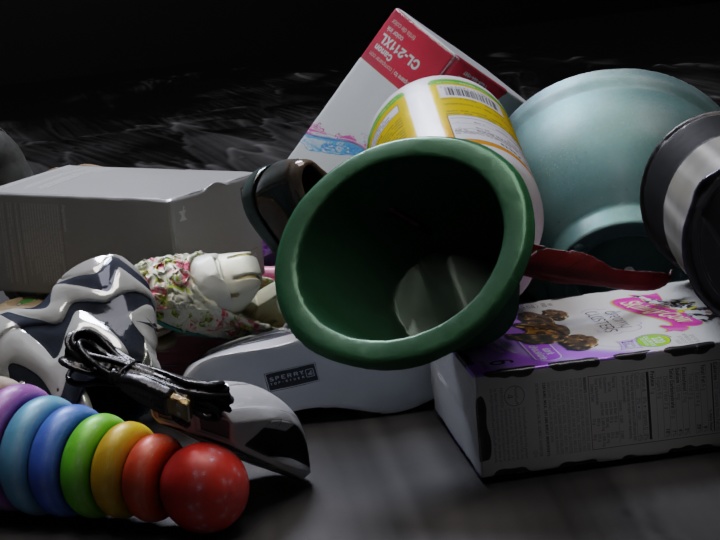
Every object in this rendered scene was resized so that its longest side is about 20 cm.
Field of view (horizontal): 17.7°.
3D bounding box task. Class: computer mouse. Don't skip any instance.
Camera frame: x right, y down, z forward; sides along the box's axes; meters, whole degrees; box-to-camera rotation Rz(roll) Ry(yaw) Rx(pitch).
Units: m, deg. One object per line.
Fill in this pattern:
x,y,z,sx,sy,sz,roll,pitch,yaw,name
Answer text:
-0.090,0.082,1.405,0.109,0.044,0.200,14,-10,29,computer mouse

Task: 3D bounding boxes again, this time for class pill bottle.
0.067,-0.050,1.617,0.110,0.112,0.200,-6,27,-3,pill bottle

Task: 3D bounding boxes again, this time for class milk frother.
0.292,-0.064,1.483,0.179,0.201,0.188,19,10,-5,milk frother

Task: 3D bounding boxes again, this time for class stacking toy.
-0.157,0.120,1.410,0.199,0.086,0.085,8,18,31,stacking toy

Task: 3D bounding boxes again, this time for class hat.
0.068,0.026,1.490,0.199,0.167,0.176,4,-26,28,hat

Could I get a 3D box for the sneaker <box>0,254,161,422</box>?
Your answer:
-0.214,0.091,1.546,0.198,0.080,0.130,-29,46,3,sneaker

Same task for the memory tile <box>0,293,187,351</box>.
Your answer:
-0.191,0.032,1.716,0.199,0.017,0.153,3,15,33,memory tile

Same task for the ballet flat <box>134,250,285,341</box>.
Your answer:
-0.074,0.019,1.654,0.199,0.064,0.076,17,41,-34,ballet flat

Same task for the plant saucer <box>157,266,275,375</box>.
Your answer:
-0.116,0.043,1.790,0.199,0.051,0.201,-4,13,1,plant saucer

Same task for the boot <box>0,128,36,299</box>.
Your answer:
-0.236,-0.045,1.968,0.199,0.183,0.073,1,31,41,boot

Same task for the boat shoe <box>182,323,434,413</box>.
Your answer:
-0.027,0.066,1.616,0.199,0.072,0.068,-13,14,1,boat shoe

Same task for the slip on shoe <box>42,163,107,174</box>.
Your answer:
-0.178,-0.044,1.865,0.199,0.077,0.061,12,30,33,slip on shoe

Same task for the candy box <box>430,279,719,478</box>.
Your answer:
0.156,0.067,1.511,0.198,0.072,0.168,-7,13,-8,candy box

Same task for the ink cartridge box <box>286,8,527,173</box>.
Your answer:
0.029,-0.079,1.787,0.083,0.200,0.145,42,9,37,ink cartridge box

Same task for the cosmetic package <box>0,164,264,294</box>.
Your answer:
-0.180,-0.030,1.759,0.199,0.091,0.107,8,18,37,cosmetic package

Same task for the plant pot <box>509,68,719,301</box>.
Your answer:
0.194,-0.030,1.723,0.199,0.201,0.135,-5,39,3,plant pot

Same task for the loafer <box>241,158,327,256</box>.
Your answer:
0.000,0.000,1.635,0.063,0.200,0.072,-22,29,51,loafer

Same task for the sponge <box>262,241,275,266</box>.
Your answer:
-0.058,-0.033,1.971,0.199,0.030,0.111,-29,-4,34,sponge
